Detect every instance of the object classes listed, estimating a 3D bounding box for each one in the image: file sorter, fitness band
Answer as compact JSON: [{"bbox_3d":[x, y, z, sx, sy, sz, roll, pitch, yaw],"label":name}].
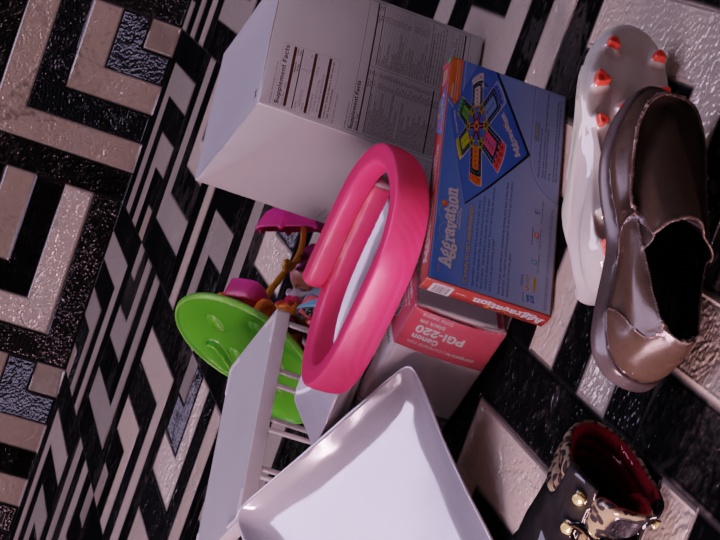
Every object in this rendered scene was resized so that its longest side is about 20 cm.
[{"bbox_3d":[-0.057,0.166,1.670,0.139,0.124,0.201,132,151,-57],"label":"file sorter"},{"bbox_3d":[0.000,0.000,1.448,0.144,0.037,0.201,-110,39,-58],"label":"fitness band"}]

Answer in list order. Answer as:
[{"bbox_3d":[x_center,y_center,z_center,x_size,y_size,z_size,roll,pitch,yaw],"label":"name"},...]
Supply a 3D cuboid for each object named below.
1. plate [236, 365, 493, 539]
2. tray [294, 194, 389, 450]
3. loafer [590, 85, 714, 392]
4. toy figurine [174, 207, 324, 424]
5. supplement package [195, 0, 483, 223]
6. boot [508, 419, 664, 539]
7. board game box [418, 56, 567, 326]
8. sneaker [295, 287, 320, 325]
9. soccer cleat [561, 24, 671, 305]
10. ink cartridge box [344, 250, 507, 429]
[{"bbox_3d":[0.008,0.205,1.417,0.200,0.032,0.200,-41,48,18],"label":"plate"},{"bbox_3d":[-0.002,0.037,1.507,0.107,0.022,0.201,-122,51,-67],"label":"tray"},{"bbox_3d":[0.193,-0.025,1.163,0.071,0.073,0.202,-26,52,54],"label":"loafer"},{"bbox_3d":[-0.068,0.023,1.891,0.149,0.201,0.185,7,53,34],"label":"toy figurine"},{"bbox_3d":[-0.022,-0.149,1.748,0.191,0.199,0.148,140,144,-60],"label":"supplement package"},{"bbox_3d":[0.126,0.198,1.134,0.200,0.073,0.151,-92,25,-62],"label":"boot"},{"bbox_3d":[0.102,-0.062,1.420,0.019,0.102,0.201,133,151,-54],"label":"board game box"},{"bbox_3d":[0.013,0.011,1.728,0.200,0.079,0.096,-26,36,59],"label":"sneaker"},{"bbox_3d":[0.168,-0.073,1.284,0.078,0.069,0.202,132,148,-61],"label":"soccer cleat"},{"bbox_3d":[0.038,0.059,1.544,0.146,0.084,0.201,-91,23,-48],"label":"ink cartridge box"}]
